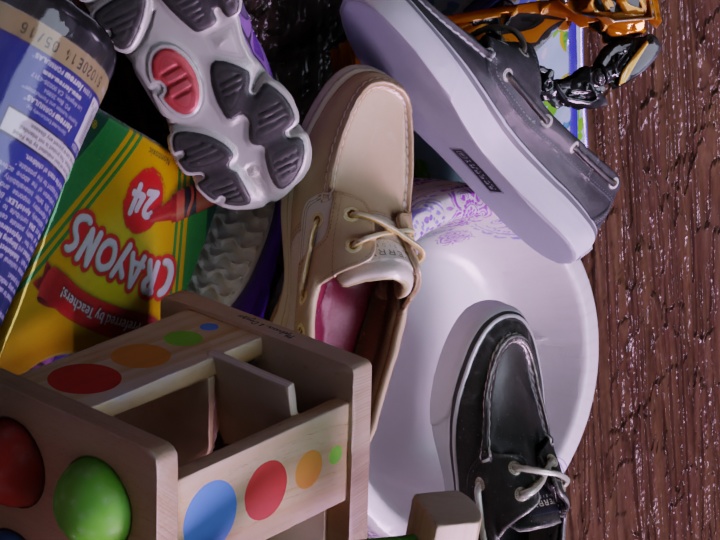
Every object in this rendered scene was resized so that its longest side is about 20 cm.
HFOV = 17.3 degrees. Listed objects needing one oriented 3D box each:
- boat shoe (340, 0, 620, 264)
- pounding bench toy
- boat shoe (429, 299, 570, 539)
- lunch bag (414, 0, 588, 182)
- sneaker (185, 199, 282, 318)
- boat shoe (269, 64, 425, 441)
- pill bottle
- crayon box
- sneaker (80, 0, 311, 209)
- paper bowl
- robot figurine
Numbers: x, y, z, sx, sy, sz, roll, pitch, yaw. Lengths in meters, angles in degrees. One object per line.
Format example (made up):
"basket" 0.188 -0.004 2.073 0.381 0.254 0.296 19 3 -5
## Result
"boat shoe" 0.069 -0.089 1.212 0.200 0.070 0.066 46 72 -26
"pounding bench toy" -0.065 0.111 1.041 0.155 0.199 0.125 -21 121 -46
"boat shoe" 0.083 0.117 1.251 0.070 0.063 0.202 -11 104 -37
"lunch bag" 0.074 -0.097 1.397 0.161 0.082 0.201 -43 139 -45
"sneaker" -0.084 0.040 1.225 0.099 0.069 0.202 23 88 -66
"boat shoe" 0.000 0.000 1.162 0.073 0.069 0.202 9 91 -36
"pill bottle" -0.187 -0.025 0.972 0.112 0.111 0.201 41 69 -57
"crayon box" -0.146 0.027 1.124 0.127 0.050 0.201 28 80 -59
"sneaker" -0.089 -0.123 1.131 0.080 0.084 0.201 -21 115 -2
"paper bowl" 0.029 0.050 1.303 0.200 0.104 0.203 -7 100 -39
"robot figurine" 0.076 -0.154 1.268 0.198 0.058 0.146 -10 87 -16
